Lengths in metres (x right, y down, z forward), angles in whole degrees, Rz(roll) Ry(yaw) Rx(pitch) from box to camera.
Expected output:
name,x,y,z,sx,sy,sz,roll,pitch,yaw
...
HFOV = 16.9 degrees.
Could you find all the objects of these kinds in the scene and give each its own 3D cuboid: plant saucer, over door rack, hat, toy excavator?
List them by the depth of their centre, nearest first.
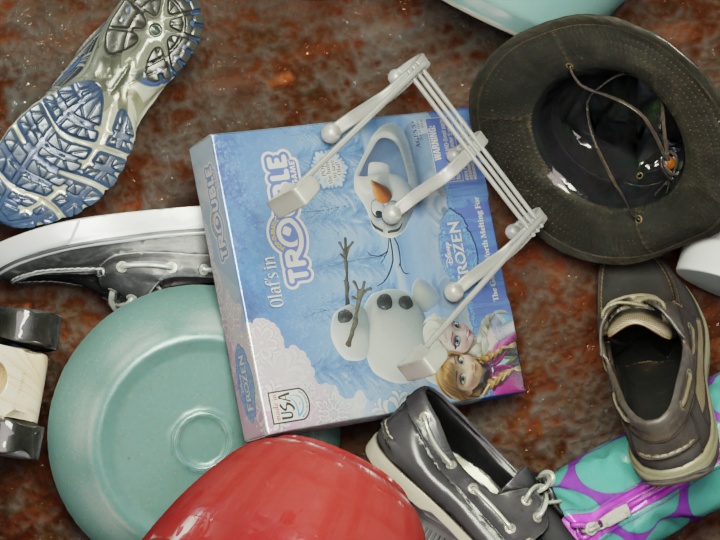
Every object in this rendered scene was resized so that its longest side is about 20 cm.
name,x,y,z,sx,sy,sz,roll,pitch,yaw
over door rack,0.026,-0.034,1.560,0.148,0.067,0.200,51,41,-9
toy excavator,-0.327,0.063,1.604,0.194,0.199,0.100,15,79,-46
hat,0.174,-0.102,1.605,0.200,0.201,0.081,38,47,2
plant saucer,-0.107,0.111,1.608,0.199,0.036,0.201,-2,98,-12

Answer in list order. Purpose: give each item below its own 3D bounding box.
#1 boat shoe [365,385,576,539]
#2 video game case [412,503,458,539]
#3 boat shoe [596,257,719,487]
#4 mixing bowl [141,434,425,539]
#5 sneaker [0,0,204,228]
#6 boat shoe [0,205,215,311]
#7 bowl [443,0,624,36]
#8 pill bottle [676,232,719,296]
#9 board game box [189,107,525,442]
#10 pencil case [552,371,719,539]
name,x,y,z,sx,sy,sz,roll,pitch,yaw
boat shoe,0.096,0.151,1.549,0.200,0.073,0.063,37,107,13
video game case,0.082,0.274,1.600,0.199,0.023,0.182,30,100,6
boat shoe,0.194,0.048,1.593,0.074,0.073,0.200,-18,44,7
mixing bowl,-0.034,0.174,1.532,0.199,0.200,0.109,25,70,0
sneaker,-0.181,-0.107,1.634,0.077,0.085,0.200,42,78,-12
boat shoe,-0.151,-0.002,1.633,0.199,0.072,0.068,-6,82,-11
bowl,0.104,-0.221,1.621,0.200,0.201,0.105,26,103,0
pill bottle,0.290,-0.077,1.636,0.115,0.116,0.201,21,83,0
board game box,0.000,0.000,1.613,0.198,0.043,0.201,-8,83,-26
pencil case,0.213,0.133,1.619,0.200,0.092,0.085,-31,94,-5
